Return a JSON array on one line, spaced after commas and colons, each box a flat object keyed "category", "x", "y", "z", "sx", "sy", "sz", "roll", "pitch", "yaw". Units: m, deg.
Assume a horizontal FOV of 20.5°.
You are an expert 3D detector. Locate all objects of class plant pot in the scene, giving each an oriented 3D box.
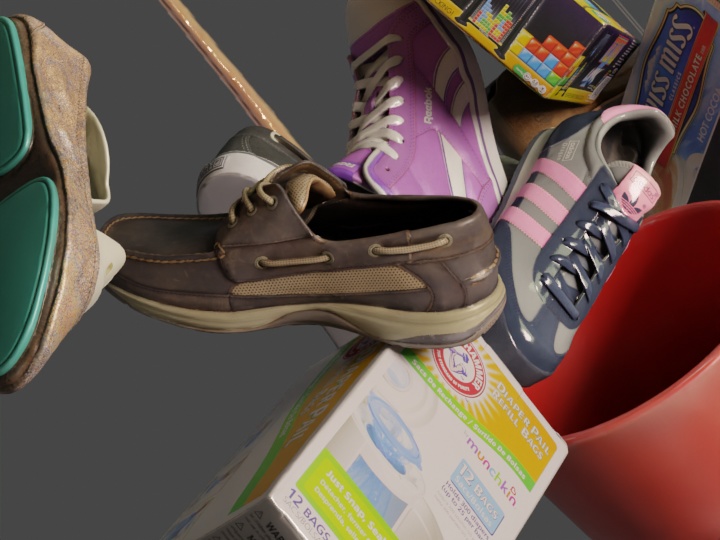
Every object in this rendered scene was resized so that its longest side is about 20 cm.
[{"category": "plant pot", "x": 0.189, "y": 0.090, "z": 1.108, "sx": 0.178, "sy": 0.199, "sz": 0.201, "roll": 51, "pitch": 36, "yaw": -21}]

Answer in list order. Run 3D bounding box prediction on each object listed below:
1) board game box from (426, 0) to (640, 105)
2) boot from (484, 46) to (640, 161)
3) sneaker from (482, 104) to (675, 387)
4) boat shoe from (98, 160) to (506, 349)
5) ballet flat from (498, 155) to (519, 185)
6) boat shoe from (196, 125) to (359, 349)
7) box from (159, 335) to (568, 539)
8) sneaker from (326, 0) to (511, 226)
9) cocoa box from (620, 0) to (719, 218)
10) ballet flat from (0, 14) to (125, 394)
[{"category": "board game box", "x": 0.077, "y": -0.169, "z": 1.159, "sx": 0.165, "sy": 0.057, "sz": 0.200, "roll": 42, "pitch": 11, "yaw": 7}, {"category": "boot", "x": 0.143, "y": -0.122, "z": 1.306, "sx": 0.076, "sy": 0.074, "sz": 0.200, "roll": 48, "pitch": 38, "yaw": 6}, {"category": "sneaker", "x": 0.121, "y": -0.024, "z": 1.095, "sx": 0.070, "sy": 0.082, "sz": 0.201, "roll": 47, "pitch": 41, "yaw": -26}, {"category": "boat shoe", "x": -0.029, "y": -0.016, "z": 0.934, "sx": 0.075, "sy": 0.198, "sz": 0.074, "roll": -72, "pitch": 164, "yaw": -62}, {"category": "ballet flat", "x": 0.142, "y": -0.008, "z": 1.226, "sx": 0.199, "sy": 0.069, "sz": 0.070, "roll": 37, "pitch": 40, "yaw": -24}, {"category": "boat shoe", "x": 0.000, "y": 0.000, "z": 1.045, "sx": 0.200, "sy": 0.068, "sz": 0.057, "roll": 43, "pitch": 38, "yaw": -15}, {"category": "box", "x": 0.000, "y": 0.112, "z": 0.931, "sx": 0.113, "sy": 0.101, "sz": 0.200, "roll": 52, "pitch": 36, "yaw": -7}, {"category": "sneaker", "x": 0.016, "y": -0.083, "z": 1.125, "sx": 0.114, "sy": 0.073, "sz": 0.202, "roll": -3, "pitch": 64, "yaw": -44}, {"category": "cocoa box", "x": 0.249, "y": -0.097, "z": 1.237, "sx": 0.133, "sy": 0.201, "sz": 0.131, "roll": -26, "pitch": 55, "yaw": -34}, {"category": "ballet flat", "x": -0.140, "y": -0.029, "z": 0.908, "sx": 0.067, "sy": 0.068, "sz": 0.202, "roll": 27, "pitch": 47, "yaw": -43}]
